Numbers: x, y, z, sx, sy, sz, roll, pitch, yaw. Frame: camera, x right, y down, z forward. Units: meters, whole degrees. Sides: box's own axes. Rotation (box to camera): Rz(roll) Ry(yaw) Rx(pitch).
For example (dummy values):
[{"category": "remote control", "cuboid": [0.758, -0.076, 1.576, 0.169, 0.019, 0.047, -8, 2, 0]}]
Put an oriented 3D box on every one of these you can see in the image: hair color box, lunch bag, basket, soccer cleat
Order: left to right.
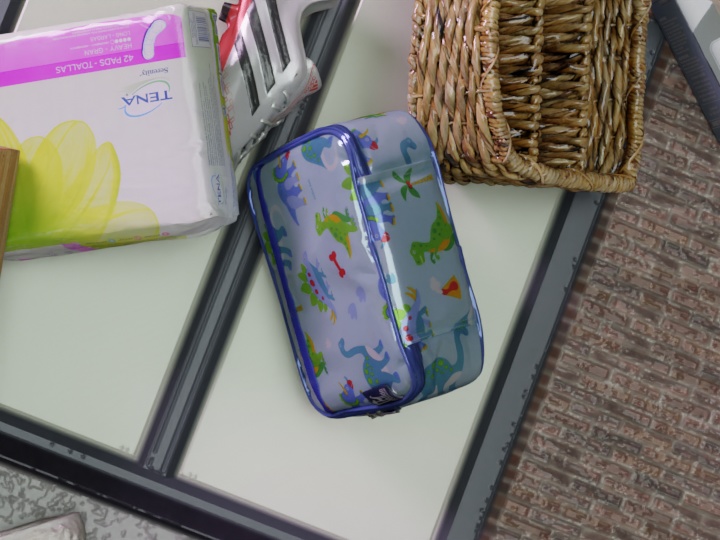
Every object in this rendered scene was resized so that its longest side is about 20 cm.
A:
[{"category": "soccer cleat", "cuboid": [-0.074, -0.123, 1.643, 0.085, 0.069, 0.201, 17, 81, -4]}, {"category": "lunch bag", "cuboid": [0.000, 0.000, 1.602, 0.082, 0.160, 0.202, -16, 91, -31]}, {"category": "basket", "cuboid": [0.119, -0.160, 1.616, 0.148, 0.143, 0.202, 4, 87, 16]}, {"category": "hair color box", "cuboid": [0.269, -0.205, 1.705, 0.099, 0.061, 0.201, -28, 92, -9]}]

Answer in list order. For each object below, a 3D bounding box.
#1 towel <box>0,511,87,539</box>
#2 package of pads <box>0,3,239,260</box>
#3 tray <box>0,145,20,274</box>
[{"category": "towel", "cuboid": [-0.274, 0.258, 1.614, 0.198, 0.034, 0.134, -15, 92, -11]}, {"category": "package of pads", "cuboid": [-0.187, -0.090, 1.588, 0.198, 0.068, 0.156, -8, 89, 16]}, {"category": "tray", "cuboid": [-0.295, 0.008, 1.574, 0.098, 0.037, 0.202, 14, 99, 26]}]
